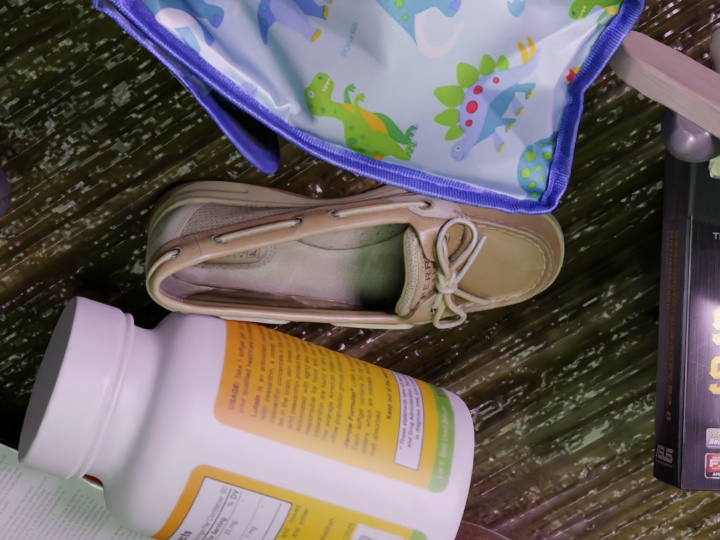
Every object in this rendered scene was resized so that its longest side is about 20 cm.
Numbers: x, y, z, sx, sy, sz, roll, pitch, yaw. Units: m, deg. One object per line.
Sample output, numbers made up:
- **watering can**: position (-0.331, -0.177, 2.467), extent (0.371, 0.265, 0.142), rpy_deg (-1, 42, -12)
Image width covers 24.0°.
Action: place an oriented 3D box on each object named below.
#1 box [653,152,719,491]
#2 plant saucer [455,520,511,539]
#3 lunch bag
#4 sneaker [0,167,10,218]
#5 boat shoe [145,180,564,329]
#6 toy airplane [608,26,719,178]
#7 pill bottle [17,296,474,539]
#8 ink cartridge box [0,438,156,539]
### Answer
- **box**: position (0.242, 0.026, 0.801), extent (0.199, 0.048, 0.159), rpy_deg (3, 90, -7)
- **plant saucer**: position (0.050, 0.227, 0.880), extent (0.199, 0.034, 0.201), rpy_deg (13, 114, 31)
- **lunch bag**: position (-0.012, -0.117, 0.665), extent (0.199, 0.170, 0.128), rpy_deg (15, 114, -14)
- **sneaker**: position (-0.218, 0.037, 0.775), extent (0.199, 0.075, 0.116), rpy_deg (-28, 97, 21)
- **boat shoe**: position (0.000, -0.002, 0.794), extent (0.199, 0.063, 0.074), rpy_deg (5, 120, -8)
- **toy airplane**: position (0.219, -0.030, 0.705), extent (0.198, 0.201, 0.141), rpy_deg (-6, 145, -19)
- **pill bottle**: position (-0.056, 0.082, 0.810), extent (0.199, 0.111, 0.111), rpy_deg (20, 117, -16)
- **ink cartridge box**: position (-0.153, 0.135, 0.868), extent (0.199, 0.050, 0.109), rpy_deg (30, 114, -20)
